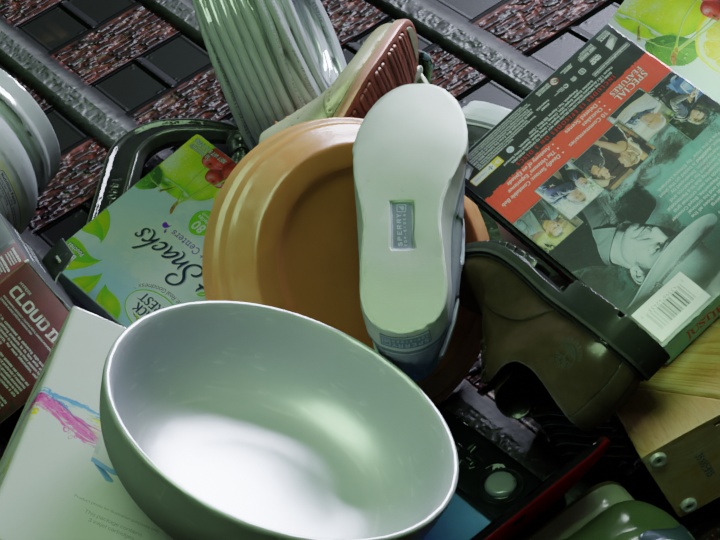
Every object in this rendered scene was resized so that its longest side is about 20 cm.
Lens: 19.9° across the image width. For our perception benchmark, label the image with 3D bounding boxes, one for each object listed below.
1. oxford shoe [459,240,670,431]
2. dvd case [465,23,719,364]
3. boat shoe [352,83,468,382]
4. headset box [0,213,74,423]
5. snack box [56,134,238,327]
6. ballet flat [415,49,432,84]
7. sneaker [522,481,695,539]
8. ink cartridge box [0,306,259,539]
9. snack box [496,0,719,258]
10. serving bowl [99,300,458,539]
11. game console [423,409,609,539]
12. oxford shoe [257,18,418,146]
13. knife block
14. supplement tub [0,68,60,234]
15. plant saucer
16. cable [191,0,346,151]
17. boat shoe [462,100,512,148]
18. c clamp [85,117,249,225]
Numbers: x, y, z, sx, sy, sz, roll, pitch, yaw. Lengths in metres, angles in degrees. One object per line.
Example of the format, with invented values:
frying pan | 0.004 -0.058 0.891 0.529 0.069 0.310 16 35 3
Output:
oxford shoe | 0.093 0.038 1.198 0.085 0.073 0.200 -51 27 -1
dvd case | 0.166 -0.051 1.236 0.146 0.022 0.200 -43 52 -8
boat shoe | 0.029 -0.022 1.235 0.070 0.072 0.201 1 52 4
headset box | -0.260 0.052 1.303 0.200 0.075 0.149 -39 21 -4
snack box | -0.095 0.011 1.367 0.142 0.053 0.200 -42 52 -16
ballet flat | 0.032 -0.073 1.405 0.074 0.074 0.201 -9 59 6
sneaker | 0.110 0.195 1.113 0.200 0.067 0.090 -37 40 -27
ink cartridge box | -0.148 0.132 1.181 0.125 0.129 0.200 24 44 -10
snack box | 0.204 -0.075 1.297 0.168 0.068 0.200 28 74 27
serving bowl | -0.051 0.102 1.108 0.199 0.066 0.200 17 30 -10
game console | 0.020 0.142 1.160 0.200 0.119 0.172 -35 47 -22
oxford shoe | -0.027 -0.095 1.355 0.074 0.071 0.200 16 56 29
knife block | 0.190 0.050 1.220 0.200 0.064 0.176 -30 40 8
supplement tub | -0.321 -0.047 1.449 0.145 0.145 0.200 16 50 30
plant saucer | 0.000 0.000 1.279 0.200 0.200 0.037 -38 8 -25
cable | -0.062 -0.164 1.465 0.069 0.200 0.200 -21 41 10
boat shoe | 0.135 -0.059 1.394 0.200 0.070 0.066 24 71 31
c clamp | -0.116 -0.046 1.481 0.170 0.027 0.200 -8 44 8
